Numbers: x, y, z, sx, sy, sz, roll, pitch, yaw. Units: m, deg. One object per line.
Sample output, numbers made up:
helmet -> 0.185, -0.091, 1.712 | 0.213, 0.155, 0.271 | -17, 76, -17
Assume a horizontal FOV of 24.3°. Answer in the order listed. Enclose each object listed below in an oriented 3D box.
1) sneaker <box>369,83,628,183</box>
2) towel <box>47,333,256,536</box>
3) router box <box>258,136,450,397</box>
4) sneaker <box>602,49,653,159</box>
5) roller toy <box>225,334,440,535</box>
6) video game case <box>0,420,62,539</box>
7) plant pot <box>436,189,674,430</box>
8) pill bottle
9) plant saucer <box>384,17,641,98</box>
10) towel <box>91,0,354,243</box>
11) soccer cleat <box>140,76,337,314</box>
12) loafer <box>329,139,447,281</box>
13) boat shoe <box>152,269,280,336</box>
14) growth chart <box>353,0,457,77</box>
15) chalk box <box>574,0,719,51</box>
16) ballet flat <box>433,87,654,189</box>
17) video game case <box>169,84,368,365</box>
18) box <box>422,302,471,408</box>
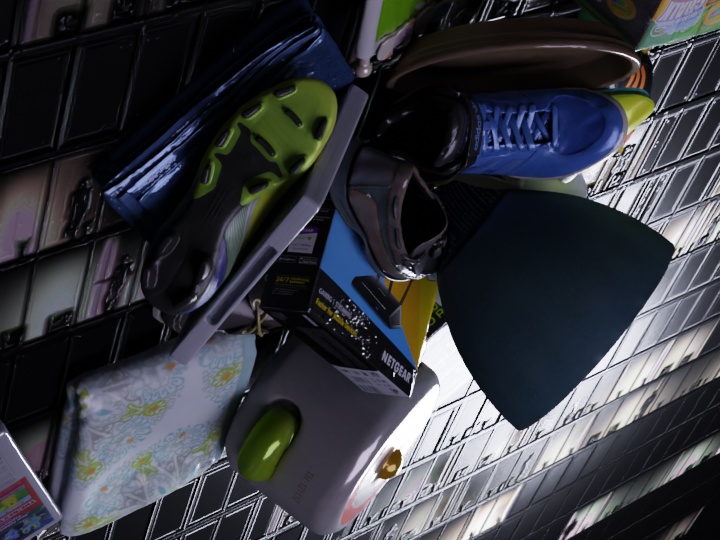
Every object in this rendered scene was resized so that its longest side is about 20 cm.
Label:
sneaker -> 0.105, -0.107, 1.306 | 0.111, 0.199, 0.077 | -17, 107, -73
towel -> -0.181, 0.135, 1.432 | 0.171, 0.048, 0.201 | -23, 148, -35
router box -> 0.000, 0.000, 1.358 | 0.200, 0.051, 0.150 | 43, 58, -56
sneaker -> 0.223, -0.182, 1.502 | 0.090, 0.070, 0.200 | -54, 156, -11
roller toy -> -0.018, 0.138, 1.514 | 0.200, 0.139, 0.183 | -51, 167, -15
video game case -> -0.348, 0.210, 1.327 | 0.199, 0.023, 0.183 | -32, 152, -12
plant pot -> 0.143, 0.011, 1.378 | 0.200, 0.135, 0.200 | -50, -178, 3
pill bottle -> 0.132, -0.061, 1.493 | 0.111, 0.111, 0.200 | -1, 132, -53
plant saucer -> 0.117, -0.162, 1.298 | 0.199, 0.030, 0.200 | -3, 173, 0
towel -> -0.093, -0.102, 1.195 | 0.200, 0.049, 0.112 | -42, 155, -2
soccer cleat -> -0.087, -0.056, 1.171 | 0.200, 0.065, 0.084 | -53, -178, 12
loafer -> 0.036, -0.036, 1.283 | 0.200, 0.063, 0.072 | 45, 59, -61
boat shoe -> -0.079, 0.019, 1.381 | 0.201, 0.061, 0.072 | -17, 145, -41
growth chart -> 0.066, -0.234, 1.222 | 0.200, 0.018, 0.145 | -41, 155, -26
chalk box -> 0.238, -0.261, 1.325 | 0.123, 0.125, 0.201 | -19, 147, -38
ballet flat -> 0.146, -0.103, 1.386 | 0.199, 0.067, 0.067 | -6, 159, 15
video game case -> -0.068, -0.033, 1.232 | 0.200, 0.018, 0.144 | -47, -165, 39
box -> 0.103, 0.056, 1.706 | 0.200, 0.044, 0.160 | -41, 154, -3
